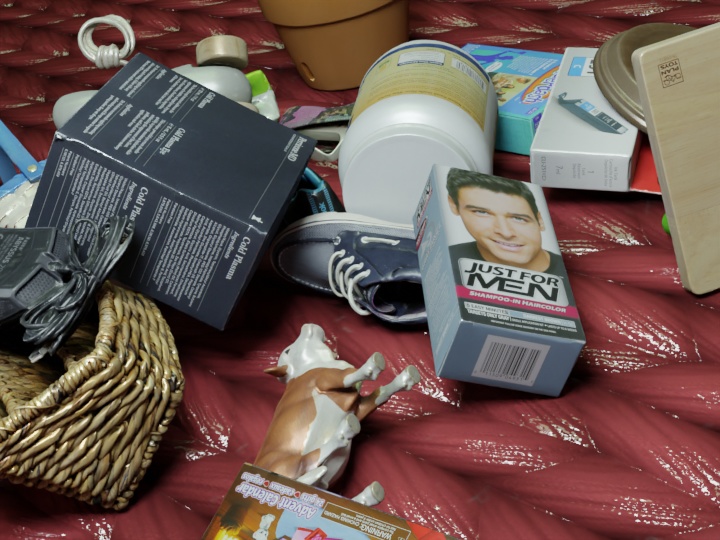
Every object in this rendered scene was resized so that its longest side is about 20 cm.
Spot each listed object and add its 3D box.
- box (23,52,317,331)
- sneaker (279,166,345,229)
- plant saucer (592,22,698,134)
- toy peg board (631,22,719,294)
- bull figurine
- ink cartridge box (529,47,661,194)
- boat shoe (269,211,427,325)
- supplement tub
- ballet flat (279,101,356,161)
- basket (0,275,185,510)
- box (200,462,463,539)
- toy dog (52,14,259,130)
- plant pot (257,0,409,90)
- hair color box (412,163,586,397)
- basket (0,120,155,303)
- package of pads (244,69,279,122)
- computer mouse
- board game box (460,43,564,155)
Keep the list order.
[{"bbox_3d":[-0.154,-0.072,1.080,0.181,0.104,0.200,25,29,-2],"label":"box"},{"bbox_3d":[-0.063,-0.077,1.258,0.073,0.082,0.200,-27,30,-18],"label":"sneaker"},{"bbox_3d":[0.319,-0.177,1.215,0.199,0.030,0.201,9,42,-8],"label":"plant saucer"},{"bbox_3d":[0.321,-0.112,1.045,0.199,0.200,0.098,-18,14,-7],"label":"toy peg board"},{"bbox_3d":[-0.028,0.111,0.922,0.121,0.065,0.201,-27,31,33],"label":"bull figurine"},{"bbox_3d":[0.265,-0.144,1.215,0.175,0.045,0.200,6,39,17],"label":"ink cartridge box"},{"bbox_3d":[0.000,0.000,1.102,0.199,0.075,0.093,-1,25,23],"label":"boat shoe"},{"bbox_3d":[0.056,-0.117,1.208,0.143,0.145,0.200,-7,30,13],"label":"supplement tub"},{"bbox_3d":[-0.010,-0.146,1.381,0.199,0.069,0.071,0,51,33],"label":"ballet flat"},{"bbox_3d":[-0.242,0.067,0.978,0.143,0.148,0.200,-62,34,6],"label":"basket"},{"bbox_3d":[-0.022,0.204,0.754,0.199,0.039,0.137,11,62,38],"label":"box"},{"bbox_3d":[-0.181,-0.158,1.222,0.199,0.096,0.133,11,76,13],"label":"toy dog"},{"bbox_3d":[-0.020,-0.314,1.584,0.199,0.141,0.200,-12,29,7],"label":"plant pot"},{"bbox_3d":[0.103,0.003,1.002,0.098,0.061,0.201,10,36,-12],"label":"hair color box"},{"bbox_3d":[-0.289,-0.038,1.202,0.139,0.177,0.200,-29,43,-17],"label":"basket"},{"bbox_3d":[-0.181,-0.117,1.323,0.199,0.069,0.155,-22,-14,-12],"label":"package of pads"},{"bbox_3d":[-0.273,0.014,0.977,0.199,0.053,0.139,4,45,24],"label":"computer mouse"},{"bbox_3d":[0.151,-0.190,1.388,0.199,0.045,0.152,16,41,42],"label":"board game box"}]
